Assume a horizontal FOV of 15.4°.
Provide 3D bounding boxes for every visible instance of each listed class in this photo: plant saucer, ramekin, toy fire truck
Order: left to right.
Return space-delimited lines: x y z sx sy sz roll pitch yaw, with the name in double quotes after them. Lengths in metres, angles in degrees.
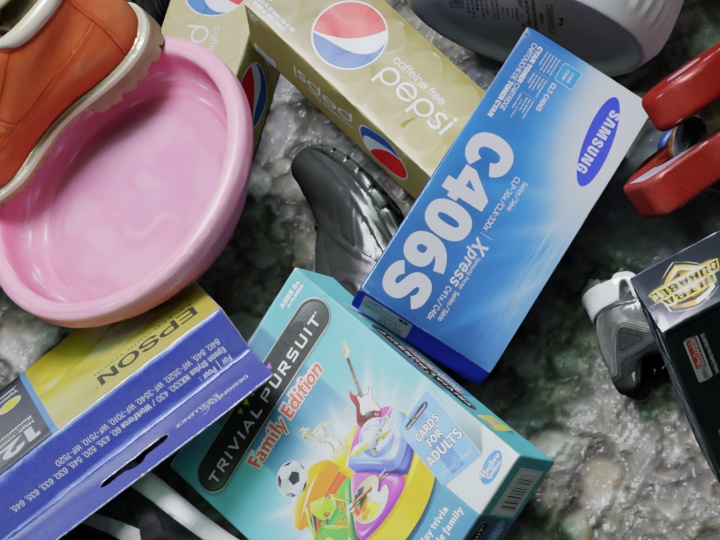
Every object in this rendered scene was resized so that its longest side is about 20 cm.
-0.146 -0.051 1.685 0.200 0.051 0.201 -17 55 26 "plant saucer"
0.118 -0.201 1.689 0.200 0.200 0.105 11 76 22 "ramekin"
0.246 -0.095 1.615 0.200 0.168 0.112 -36 92 -5 "toy fire truck"

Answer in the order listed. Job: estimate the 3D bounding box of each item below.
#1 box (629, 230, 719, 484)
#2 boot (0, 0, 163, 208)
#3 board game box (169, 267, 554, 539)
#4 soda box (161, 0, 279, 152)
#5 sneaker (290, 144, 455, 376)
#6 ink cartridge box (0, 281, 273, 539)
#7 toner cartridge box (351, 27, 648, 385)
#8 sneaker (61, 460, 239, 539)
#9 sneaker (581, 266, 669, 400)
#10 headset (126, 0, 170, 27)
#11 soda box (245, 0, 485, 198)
0.251 0.034 1.509 0.159 0.200 0.046 -27 53 1 "box"
-0.231 -0.115 1.680 0.200 0.107 0.075 -43 49 9 "boot"
-0.003 0.117 1.602 0.200 0.047 0.151 39 102 31 "board game box"
-0.096 -0.147 1.799 0.068 0.064 0.201 6 64 20 "soda box"
0.000 0.000 1.686 0.091 0.076 0.200 -38 55 4 "sneaker"
-0.164 0.084 1.642 0.197 0.047 0.200 -37 17 -6 "ink cartridge box"
0.087 -0.040 1.616 0.095 0.043 0.200 32 75 0 "toner cartridge box"
-0.108 0.209 1.608 0.200 0.073 0.112 32 79 38 "sneaker"
0.234 0.033 1.597 0.199 0.066 0.091 -12 63 15 "sneaker"
-0.182 -0.164 1.846 0.123 0.094 0.200 -22 43 4 "headset"
0.018 -0.116 1.711 0.068 0.064 0.200 -42 72 -14 "soda box"
